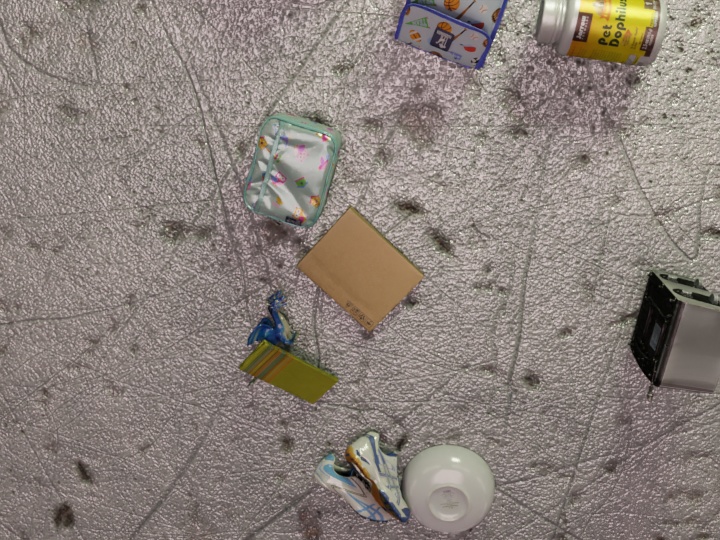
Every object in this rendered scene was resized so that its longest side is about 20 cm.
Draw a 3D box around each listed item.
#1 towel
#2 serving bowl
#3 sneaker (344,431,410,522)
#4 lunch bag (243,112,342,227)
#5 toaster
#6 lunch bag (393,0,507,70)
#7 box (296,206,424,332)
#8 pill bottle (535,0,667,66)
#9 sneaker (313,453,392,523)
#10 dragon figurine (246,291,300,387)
[{"bbox_3d":[-0.142,0.205,1.598,0.200,0.018,0.086,32,116,-35],"label":"towel"},{"bbox_3d":[0.183,0.469,1.668,0.199,0.066,0.202,2,107,6],"label":"serving bowl"},{"bbox_3d":[0.056,0.427,1.655,0.088,0.075,0.201,-38,101,-26],"label":"sneaker"},{"bbox_3d":[-0.130,-0.183,1.483,0.159,0.077,0.201,18,109,0],"label":"lunch bag"},{"bbox_3d":[0.577,0.118,1.451,0.118,0.181,0.201,10,108,1],"label":"toaster"},{"bbox_3d":[0.162,-0.455,1.345,0.169,0.124,0.201,21,123,-1],"label":"lunch bag"},{"bbox_3d":[0.000,0.000,1.558,0.200,0.021,0.164,42,107,-8],"label":"box"},{"bbox_3d":[0.399,-0.410,1.336,0.199,0.109,0.110,9,109,3],"label":"pill bottle"},{"bbox_3d":[-0.006,0.463,1.686,0.200,0.072,0.073,37,95,-11],"label":"sneaker"},{"bbox_3d":[-0.190,0.134,1.602,0.099,0.059,0.200,38,107,-7],"label":"dragon figurine"}]
